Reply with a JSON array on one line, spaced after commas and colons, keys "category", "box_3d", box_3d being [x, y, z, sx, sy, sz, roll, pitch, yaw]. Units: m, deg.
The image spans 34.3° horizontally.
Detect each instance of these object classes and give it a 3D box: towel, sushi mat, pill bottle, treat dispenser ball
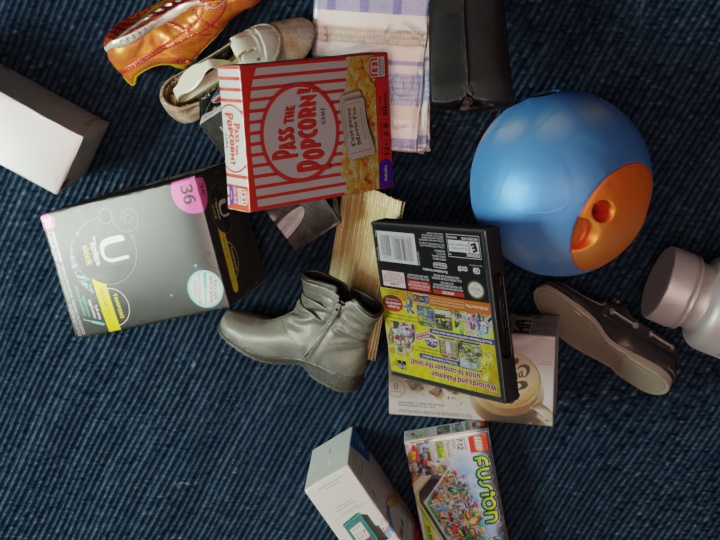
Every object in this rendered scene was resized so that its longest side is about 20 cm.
[{"category": "towel", "box_3d": [0.014, -0.237, 1.340, 0.145, 0.024, 0.203, 3, 104, 5]}, {"category": "sushi mat", "box_3d": [0.000, 0.000, 1.386, 0.095, 0.012, 0.203, 24, 111, 40]}, {"category": "pill bottle", "box_3d": [0.434, 0.048, 1.347, 0.198, 0.114, 0.116, 21, 106, -3]}, {"category": "treat dispenser ball", "box_3d": [0.219, -0.095, 1.274, 0.198, 0.201, 0.204, 1, 106, 3]}]

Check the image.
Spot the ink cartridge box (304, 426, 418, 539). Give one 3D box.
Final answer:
[{"category": "ink cartridge box", "box_3d": [0.015, 0.309, 1.446, 0.067, 0.116, 0.201, -32, 102, 11]}]

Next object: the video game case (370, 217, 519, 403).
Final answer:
[{"category": "video game case", "box_3d": [0.088, 0.038, 1.259, 0.025, 0.199, 0.183, -15, 103, -33]}]

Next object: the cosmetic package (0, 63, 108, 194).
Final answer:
[{"category": "cosmetic package", "box_3d": [-0.403, -0.175, 1.337, 0.198, 0.113, 0.082, 26, 106, -6]}]

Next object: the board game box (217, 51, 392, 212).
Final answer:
[{"category": "board game box", "box_3d": [-0.056, -0.154, 1.269, 0.198, 0.046, 0.154, -14, 106, -36]}]

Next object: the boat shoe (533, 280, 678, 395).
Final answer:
[{"category": "boat shoe", "box_3d": [0.297, 0.068, 1.402, 0.199, 0.073, 0.063, 36, 62, -1]}]

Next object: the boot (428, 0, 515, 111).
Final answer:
[{"category": "boot", "box_3d": [0.151, -0.274, 1.256, 0.163, 0.066, 0.203, -3, 76, 16]}]

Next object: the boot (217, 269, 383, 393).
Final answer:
[{"category": "boot", "box_3d": [-0.069, 0.051, 1.374, 0.198, 0.068, 0.132, 20, 122, 14]}]

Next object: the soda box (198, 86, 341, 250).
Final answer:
[{"category": "soda box", "box_3d": [-0.101, -0.123, 1.325, 0.070, 0.064, 0.201, -30, 122, 11]}]

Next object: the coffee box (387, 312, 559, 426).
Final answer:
[{"category": "coffee box", "box_3d": [0.134, 0.112, 1.387, 0.197, 0.080, 0.115, 4, 107, 12]}]

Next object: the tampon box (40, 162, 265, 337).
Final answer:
[{"category": "tampon box", "box_3d": [-0.234, -0.025, 1.339, 0.198, 0.126, 0.152, -12, 100, 18]}]

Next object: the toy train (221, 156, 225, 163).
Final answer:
[{"category": "toy train", "box_3d": [-0.164, -0.055, 1.396, 0.045, 0.034, 0.202, 15, 106, 3]}]

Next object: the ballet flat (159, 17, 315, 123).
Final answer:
[{"category": "ballet flat", "box_3d": [-0.143, -0.230, 1.318, 0.199, 0.067, 0.069, -31, 70, 12]}]

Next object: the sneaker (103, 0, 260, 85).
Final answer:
[{"category": "sneaker", "box_3d": [-0.193, -0.278, 1.328, 0.198, 0.073, 0.078, -22, 125, 13]}]

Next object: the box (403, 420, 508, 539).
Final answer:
[{"category": "box", "box_3d": [0.125, 0.292, 1.476, 0.109, 0.035, 0.203, -11, 105, 6]}]
